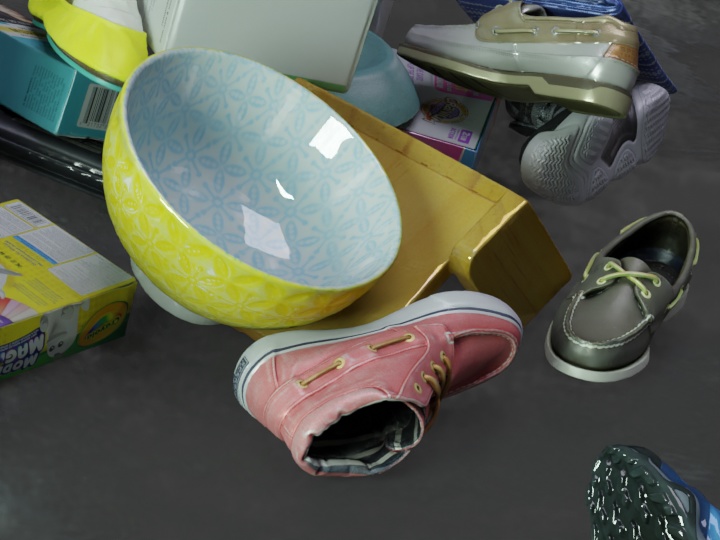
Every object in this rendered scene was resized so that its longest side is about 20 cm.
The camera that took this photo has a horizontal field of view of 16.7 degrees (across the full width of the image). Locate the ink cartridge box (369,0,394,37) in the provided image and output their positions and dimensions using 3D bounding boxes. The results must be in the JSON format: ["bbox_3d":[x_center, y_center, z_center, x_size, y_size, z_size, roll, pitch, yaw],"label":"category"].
[{"bbox_3d":[-0.068,-0.248,1.958,0.199,0.085,0.146,15,-16,2],"label":"ink cartridge box"}]

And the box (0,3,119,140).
[{"bbox_3d":[-0.240,-0.147,1.753,0.199,0.049,0.082,29,14,39],"label":"box"}]

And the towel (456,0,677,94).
[{"bbox_3d":[0.160,-0.185,1.914,0.144,0.024,0.200,12,-10,22],"label":"towel"}]

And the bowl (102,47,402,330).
[{"bbox_3d":[-0.083,-0.030,1.520,0.199,0.108,0.201,24,37,-19],"label":"bowl"}]

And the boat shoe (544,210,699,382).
[{"bbox_3d":[0.180,0.016,1.674,0.072,0.061,0.202,22,28,16],"label":"boat shoe"}]

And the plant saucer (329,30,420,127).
[{"bbox_3d":[-0.050,-0.158,1.822,0.198,0.036,0.200,10,25,-5],"label":"plant saucer"}]

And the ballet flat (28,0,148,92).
[{"bbox_3d":[-0.185,-0.179,1.690,0.066,0.067,0.200,18,11,-25],"label":"ballet flat"}]

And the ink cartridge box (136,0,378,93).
[{"bbox_3d":[-0.094,-0.207,1.738,0.144,0.088,0.200,8,23,-26],"label":"ink cartridge box"}]

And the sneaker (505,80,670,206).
[{"bbox_3d":[0.150,-0.110,1.894,0.113,0.076,0.200,22,27,28],"label":"sneaker"}]

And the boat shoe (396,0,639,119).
[{"bbox_3d":[0.120,-0.164,1.823,0.199,0.069,0.075,15,-4,32],"label":"boat shoe"}]

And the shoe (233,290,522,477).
[{"bbox_3d":[0.028,0.073,1.490,0.199,0.072,0.091,-9,36,-29],"label":"shoe"}]

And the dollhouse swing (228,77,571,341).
[{"bbox_3d":[0.000,0.000,1.649,0.199,0.176,0.182,29,-11,28],"label":"dollhouse swing"}]

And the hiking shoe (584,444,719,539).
[{"bbox_3d":[0.206,0.174,1.390,0.086,0.075,0.200,-2,40,-43],"label":"hiking shoe"}]

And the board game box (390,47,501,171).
[{"bbox_3d":[0.002,-0.129,1.888,0.199,0.041,0.153,17,27,5],"label":"board game box"}]

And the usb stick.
[{"bbox_3d":[-0.215,-0.084,1.707,0.199,0.033,0.055,21,18,14],"label":"usb stick"}]

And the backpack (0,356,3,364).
[{"bbox_3d":[-0.318,0.033,1.320,0.200,0.135,0.183,-39,56,-14],"label":"backpack"}]

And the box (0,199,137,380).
[{"bbox_3d":[-0.244,0.021,1.479,0.117,0.049,0.199,32,30,29],"label":"box"}]
